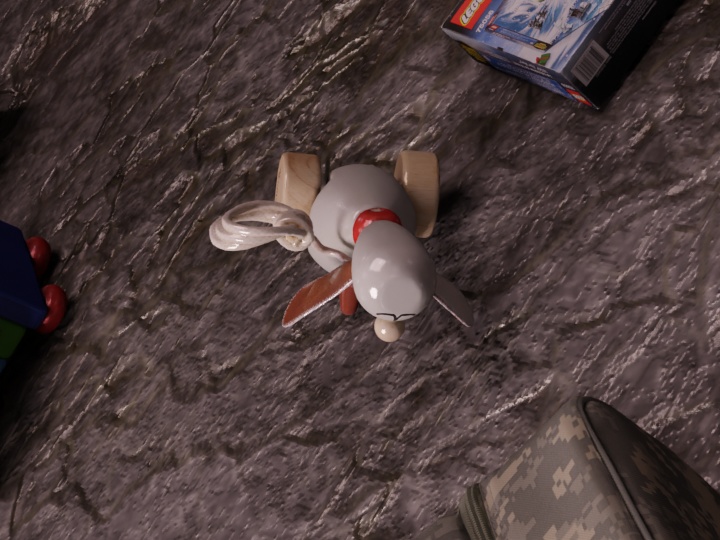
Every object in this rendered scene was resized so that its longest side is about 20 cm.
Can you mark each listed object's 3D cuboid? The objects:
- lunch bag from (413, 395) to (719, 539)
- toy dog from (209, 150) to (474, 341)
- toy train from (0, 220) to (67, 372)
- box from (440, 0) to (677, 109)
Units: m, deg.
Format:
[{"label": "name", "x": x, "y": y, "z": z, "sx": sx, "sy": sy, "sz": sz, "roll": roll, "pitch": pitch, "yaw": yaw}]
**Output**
[{"label": "lunch bag", "x": 0.076, "y": 0.170, "z": 0.845, "sx": 0.168, "sy": 0.139, "sz": 0.200, "roll": -43, "pitch": 36, "yaw": 15}, {"label": "toy dog", "x": 0.000, "y": 0.000, "z": 1.352, "sx": 0.131, "sy": 0.097, "sz": 0.200, "roll": 7, "pitch": 19, "yaw": 12}, {"label": "toy train", "x": -0.278, "y": 0.012, "z": 1.728, "sx": 0.116, "sy": 0.084, "sz": 0.200, "roll": -56, "pitch": 29, "yaw": 16}, {"label": "box", "x": 0.148, "y": -0.194, "z": 1.425, "sx": 0.200, "sy": 0.040, "sz": 0.137, "roll": -53, "pitch": 32, "yaw": -4}]
